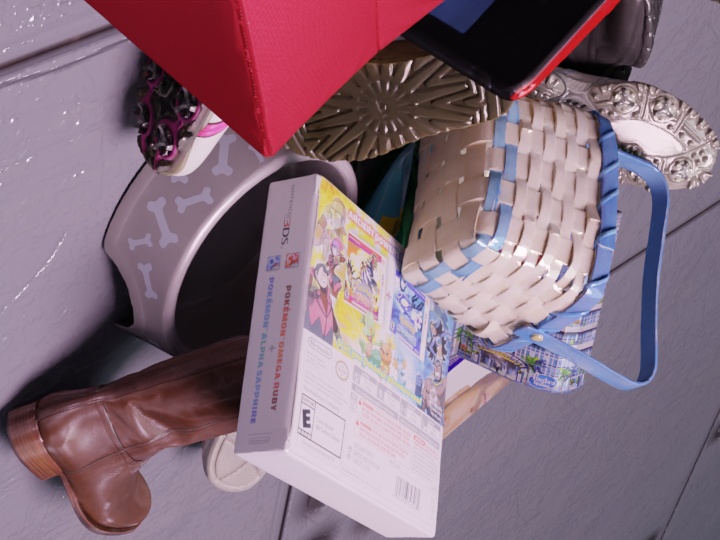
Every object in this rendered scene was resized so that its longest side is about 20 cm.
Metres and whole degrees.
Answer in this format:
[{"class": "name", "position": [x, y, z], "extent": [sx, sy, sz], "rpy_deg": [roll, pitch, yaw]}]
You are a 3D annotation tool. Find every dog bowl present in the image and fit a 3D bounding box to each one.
[{"class": "dog bowl", "position": [-0.082, -0.021, 1.067], "extent": [0.200, 0.059, 0.201], "rpy_deg": [-37, 149, -26]}]

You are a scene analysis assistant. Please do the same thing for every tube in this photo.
[{"class": "tube", "position": [0.000, 0.000, 1.145], "extent": [0.077, 0.050, 0.201], "rpy_deg": [-86, -164, -75]}]

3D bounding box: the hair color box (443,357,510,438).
[{"class": "hair color box", "position": [0.105, 0.072, 1.466], "extent": [0.200, 0.065, 0.110], "rpy_deg": [-36, 150, -25]}]

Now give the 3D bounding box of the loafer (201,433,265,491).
[{"class": "loafer", "position": [-0.070, 0.072, 1.213], "extent": [0.072, 0.063, 0.201], "rpy_deg": [25, 99, -29]}]

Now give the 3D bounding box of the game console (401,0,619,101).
[{"class": "game console", "position": [0.079, -0.205, 0.936], "extent": [0.177, 0.200, 0.031], "rpy_deg": [-44, 144, -12]}]

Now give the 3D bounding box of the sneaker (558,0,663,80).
[{"class": "sneaker", "position": [0.173, -0.184, 1.186], "extent": [0.200, 0.090, 0.076], "rpy_deg": [106, -3, -70]}]

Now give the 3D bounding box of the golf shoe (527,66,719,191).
[{"class": "golf shoe", "position": [0.176, -0.122, 1.205], "extent": [0.097, 0.199, 0.079], "rpy_deg": [-84, -166, -71]}]

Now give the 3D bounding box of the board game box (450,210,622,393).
[{"class": "board game box", "position": [0.097, -0.027, 1.235], "extent": [0.062, 0.199, 0.201], "rpy_deg": [-19, 125, -48]}]

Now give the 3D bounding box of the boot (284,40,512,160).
[{"class": "boot", "position": [0.041, -0.142, 1.034], "extent": [0.200, 0.174, 0.066], "rpy_deg": [-63, 146, -60]}]

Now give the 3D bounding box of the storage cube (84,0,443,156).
[{"class": "storage cube", "position": [-0.052, -0.201, 0.752], "extent": [0.171, 0.200, 0.180], "rpy_deg": [-43, 158, -17]}]

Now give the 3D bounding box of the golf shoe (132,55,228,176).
[{"class": "golf shoe", "position": [-0.061, -0.138, 0.921], "extent": [0.092, 0.073, 0.201], "rpy_deg": [13, 114, -43]}]

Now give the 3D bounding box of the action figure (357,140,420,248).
[{"class": "action figure", "position": [0.027, -0.020, 1.205], "extent": [0.054, 0.118, 0.201], "rpy_deg": [-1, 116, -34]}]

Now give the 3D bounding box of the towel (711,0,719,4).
[{"class": "towel", "position": [0.217, -0.234, 1.101], "extent": [0.022, 0.147, 0.200], "rpy_deg": [-43, -176, 12]}]

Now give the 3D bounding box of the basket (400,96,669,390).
[{"class": "basket", "position": [0.133, -0.028, 1.093], "extent": [0.139, 0.199, 0.177], "rpy_deg": [-35, -141, 52]}]

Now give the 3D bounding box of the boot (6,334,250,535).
[{"class": "boot", "position": [-0.111, 0.110, 1.073], "extent": [0.199, 0.065, 0.186], "rpy_deg": [-20, 152, 9]}]

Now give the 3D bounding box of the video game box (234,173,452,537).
[{"class": "video game box", "position": [-0.004, 0.062, 1.032], "extent": [0.200, 0.047, 0.183], "rpy_deg": [40, 53, -52]}]
